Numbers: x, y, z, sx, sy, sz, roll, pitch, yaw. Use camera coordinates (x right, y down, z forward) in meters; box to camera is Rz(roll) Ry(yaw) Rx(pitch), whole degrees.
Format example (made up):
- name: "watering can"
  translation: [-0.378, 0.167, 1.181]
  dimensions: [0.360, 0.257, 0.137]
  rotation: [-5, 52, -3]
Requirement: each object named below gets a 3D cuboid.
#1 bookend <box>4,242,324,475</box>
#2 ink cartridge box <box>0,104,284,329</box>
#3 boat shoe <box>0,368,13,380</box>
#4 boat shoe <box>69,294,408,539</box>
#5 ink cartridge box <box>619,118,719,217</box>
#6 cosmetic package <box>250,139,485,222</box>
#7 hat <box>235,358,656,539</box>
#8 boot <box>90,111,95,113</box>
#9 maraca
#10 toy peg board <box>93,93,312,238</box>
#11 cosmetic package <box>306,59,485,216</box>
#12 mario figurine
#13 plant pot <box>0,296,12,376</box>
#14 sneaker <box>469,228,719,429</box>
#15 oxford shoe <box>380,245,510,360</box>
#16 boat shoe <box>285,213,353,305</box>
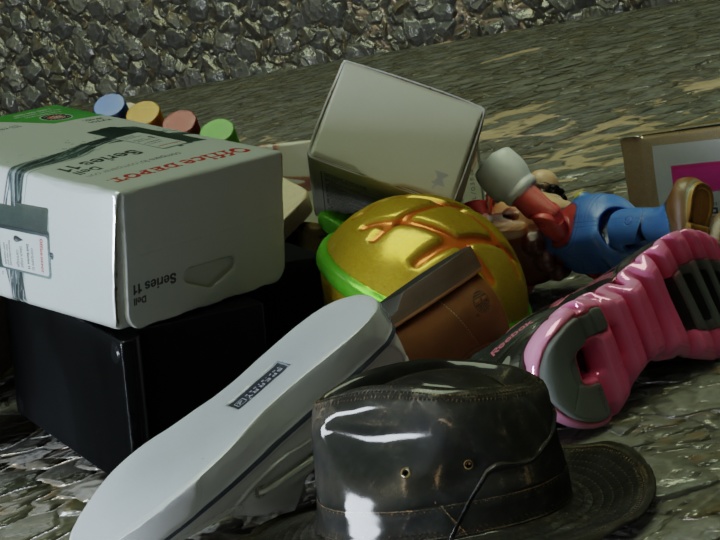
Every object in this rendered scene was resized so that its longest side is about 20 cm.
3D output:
- name: "bookend"
  translation: [-0.092, 0.047, 1.185]
  dimensions: [0.200, 0.092, 0.199]
  rotation: [-12, 16, -28]
- name: "ink cartridge box"
  translation: [-0.163, -0.037, 1.147]
  dimensions: [0.200, 0.083, 0.147]
  rotation: [14, 21, 35]
- name: "boat shoe"
  translation: [-0.322, 0.077, 1.345]
  dimensions: [0.068, 0.072, 0.200]
  rotation: [15, 36, 40]
- name: "boat shoe"
  translation: [-0.054, 0.095, 0.969]
  dimensions: [0.200, 0.066, 0.072]
  rotation: [-41, 25, -22]
- name: "ink cartridge box"
  translation: [0.310, -0.077, 1.342]
  dimensions: [0.200, 0.075, 0.165]
  rotation: [-4, 7, 40]
- name: "cosmetic package"
  translation: [-0.003, -0.056, 1.498]
  dimensions: [0.200, 0.087, 0.103]
  rotation: [-6, -7, 2]
- name: "hat"
  translation: [0.031, 0.084, 0.886]
  dimensions: [0.200, 0.081, 0.201]
  rotation: [-13, 12, 3]
- name: "boot"
  translation: [-0.213, -0.080, 1.795]
  dimensions: [0.073, 0.154, 0.204]
  rotation: [-15, 11, -12]
- name: "maraca"
  translation: [0.036, 0.002, 1.191]
  dimensions: [0.137, 0.107, 0.200]
  rotation: [16, 16, -13]
- name: "toy peg board"
  translation: [-0.178, -0.049, 1.376]
  dimensions: [0.199, 0.098, 0.200]
  rotation: [28, 61, 33]
- name: "cosmetic package"
  translation: [0.023, -0.072, 1.314]
  dimensions: [0.105, 0.071, 0.200]
  rotation: [20, -9, 2]
- name: "mario figurine"
  translation: [0.154, -0.041, 1.289]
  dimensions: [0.200, 0.124, 0.106]
  rotation: [1, 29, 36]
- name: "plant pot"
  translation: [-0.297, 0.024, 1.249]
  dimensions: [0.200, 0.187, 0.187]
  rotation: [-26, 17, -37]
- name: "sneaker"
  translation: [0.136, 0.034, 1.071]
  dimensions: [0.200, 0.079, 0.095]
  rotation: [-21, 2, -42]
- name: "oxford shoe"
  translation: [0.000, 0.068, 1.051]
  dimensions: [0.200, 0.071, 0.071]
  rotation: [-33, 3, -12]
- name: "boat shoe"
  translation: [0.000, 0.000, 1.366]
  dimensions: [0.066, 0.074, 0.200]
  rotation: [16, 0, -27]
